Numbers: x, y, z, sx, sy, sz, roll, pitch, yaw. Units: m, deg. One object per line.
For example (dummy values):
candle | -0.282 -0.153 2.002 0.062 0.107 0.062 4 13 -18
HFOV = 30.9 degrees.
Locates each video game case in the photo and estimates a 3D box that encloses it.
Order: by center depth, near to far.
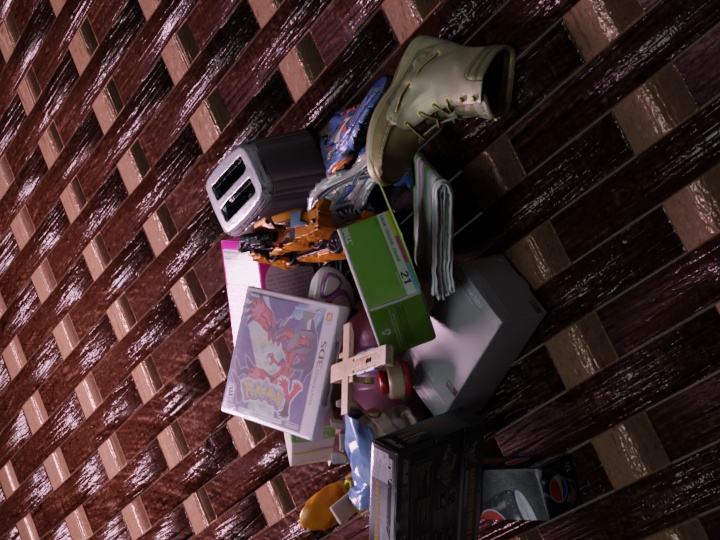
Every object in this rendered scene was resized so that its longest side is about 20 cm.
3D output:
video game case | -0.107 0.124 1.787 0.199 0.023 0.184 10 87 46

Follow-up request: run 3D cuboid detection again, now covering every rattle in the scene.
rattle | 0.024 0.330 1.809 0.200 0.142 0.131 30 131 45

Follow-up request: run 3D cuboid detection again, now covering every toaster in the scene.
toaster | -0.132 -0.126 1.880 0.200 0.128 0.114 -37 73 49

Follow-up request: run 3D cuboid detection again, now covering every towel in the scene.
towel | 0.091 -0.061 1.634 0.200 0.030 0.151 -107 17 -74

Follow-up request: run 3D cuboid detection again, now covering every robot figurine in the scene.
robot figurine | -0.075 -0.044 1.746 0.199 0.144 0.059 -12 68 51

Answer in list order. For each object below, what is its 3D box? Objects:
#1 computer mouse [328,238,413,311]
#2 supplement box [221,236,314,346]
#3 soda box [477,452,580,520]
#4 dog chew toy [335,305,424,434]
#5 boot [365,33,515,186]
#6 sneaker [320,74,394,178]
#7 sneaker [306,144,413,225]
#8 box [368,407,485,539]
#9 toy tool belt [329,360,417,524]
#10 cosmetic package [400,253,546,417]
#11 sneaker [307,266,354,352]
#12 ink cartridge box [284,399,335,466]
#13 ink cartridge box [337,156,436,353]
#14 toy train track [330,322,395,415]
computer mouse | 0.000 0.000 1.808 0.200 0.046 0.142 30 124 50
supplement box | -0.131 0.045 1.952 0.103 0.101 0.202 6 105 50
soda box | 0.184 0.279 1.671 0.199 0.063 0.071 -13 90 52
dog chew toy | 0.022 0.149 1.789 0.124 0.124 0.202 -8 88 51
boot | 0.099 -0.190 1.584 0.155 0.073 0.201 15 77 44
sneaker | -0.006 -0.196 1.754 0.200 0.075 0.079 -51 58 43
sneaker | -0.001 -0.097 1.746 0.200 0.077 0.086 -40 58 40
box | 0.083 0.287 1.620 0.048 0.158 0.202 20 116 44
toy tool belt | 0.012 0.222 1.668 0.125 0.122 0.202 -141 45 -79
cosmetic package | 0.140 0.087 1.650 0.107 0.090 0.201 53 139 31
sneaker | -0.058 0.066 1.859 0.100 0.075 0.201 43 149 38
ink cartridge box | -0.079 0.209 1.883 0.200 0.067 0.118 97 164 -65
ink cartridge box | 0.021 -0.016 1.597 0.201 0.075 0.148 69 -179 -48
toy train track | 0.009 0.117 1.611 0.200 0.032 0.116 150 124 -68
